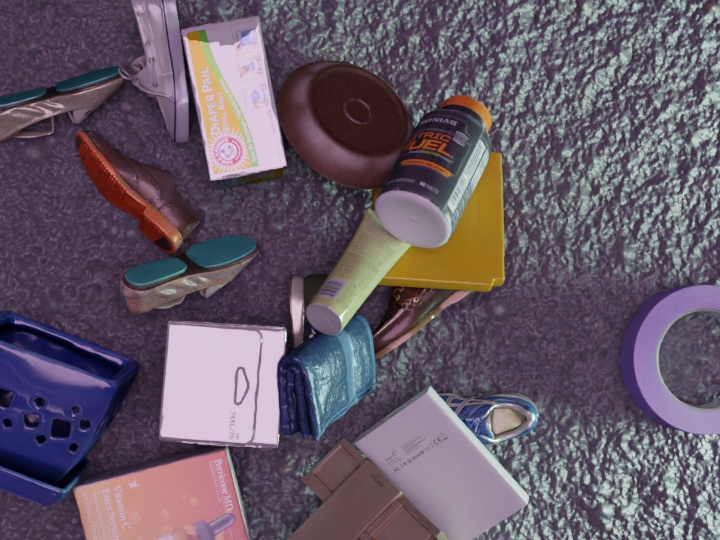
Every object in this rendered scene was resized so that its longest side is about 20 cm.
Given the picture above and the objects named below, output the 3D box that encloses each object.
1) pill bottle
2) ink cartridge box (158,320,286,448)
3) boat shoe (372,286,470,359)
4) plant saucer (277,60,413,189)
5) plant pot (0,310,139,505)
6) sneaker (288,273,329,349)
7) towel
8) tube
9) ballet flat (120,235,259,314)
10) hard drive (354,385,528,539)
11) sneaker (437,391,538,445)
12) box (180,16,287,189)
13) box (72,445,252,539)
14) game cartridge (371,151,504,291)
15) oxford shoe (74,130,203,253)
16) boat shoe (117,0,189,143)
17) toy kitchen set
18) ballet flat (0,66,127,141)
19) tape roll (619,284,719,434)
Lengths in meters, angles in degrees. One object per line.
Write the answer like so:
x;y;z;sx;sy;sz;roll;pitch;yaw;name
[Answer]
0.102;-0.134;1.647;0.106;0.106;0.200;30;57;-3;pill bottle
-0.170;0.138;1.613;0.146;0.200;0.147;5;87;-5;ink cartridge box
0.075;0.038;1.707;0.200;0.070;0.070;-38;98;-14;boat shoe
-0.009;-0.200;1.674;0.200;0.037;0.201;14;57;-22;plant saucer
-0.408;0.174;1.597;0.200;0.200;0.180;21;92;-3;plant pot
-0.043;0.102;1.692;0.090;0.067;0.201;-5;85;0;sneaker
-0.035;0.127;1.586;0.048;0.200;0.112;2;105;26;towel
0.000;0.000;1.605;0.058;0.052;0.200;58;44;-25;tube
-0.224;0.008;1.676;0.200;0.068;0.067;-17;131;-29;ballet flat
0.106;0.261;1.680;0.132;0.027;0.200;-38;99;24;hard drive
0.140;0.197;1.701;0.200;0.077;0.076;-9;90;-3;sneaker
-0.163;-0.215;1.675;0.101;0.112;0.200;-11;89;-4;box
-0.249;0.319;1.645;0.200;0.106;0.153;-15;89;-5;box
0.101;-0.070;1.699;0.176;0.032;0.200;4;67;-5;game cartridge
-0.293;-0.115;1.690;0.200;0.071;0.073;47;63;-5;oxford shoe
-0.269;-0.259;1.662;0.086;0.075;0.202;-7;117;-5;boat shoe
0.009;0.369;1.684;0.163;0.180;0.200;-43;52;-9;toy kitchen set
-0.398;-0.216;1.688;0.200;0.067;0.062;-15;117;-2;ballet flat
0.457;0.120;1.740;0.200;0.066;0.200;0;87;-6;tape roll
